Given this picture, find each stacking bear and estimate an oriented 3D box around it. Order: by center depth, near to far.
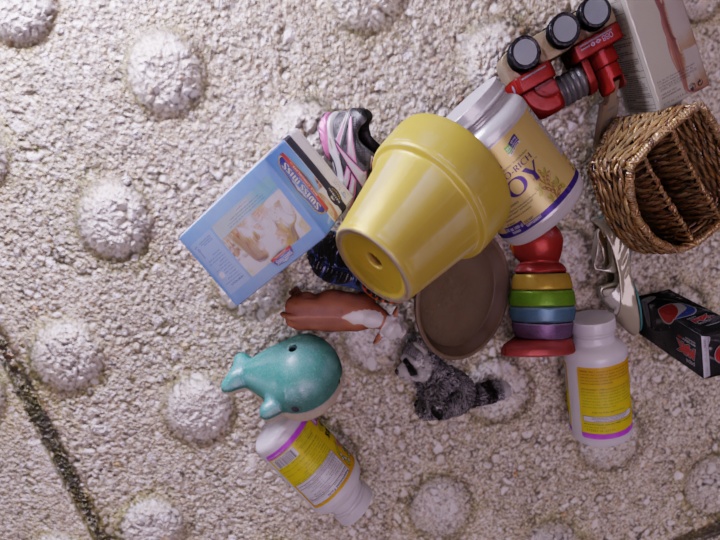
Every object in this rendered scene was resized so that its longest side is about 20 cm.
[{"bbox_3d":[0.281,0.026,1.049,0.110,0.121,0.207,-1,91,23],"label":"stacking bear"}]

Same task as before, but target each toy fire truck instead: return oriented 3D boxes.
[{"bbox_3d":[0.314,-0.267,0.992,0.172,0.129,0.204,-28,93,3],"label":"toy fire truck"}]

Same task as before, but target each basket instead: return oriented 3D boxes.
[{"bbox_3d":[0.444,-0.119,0.967,0.200,0.147,0.144,47,67,-27],"label":"basket"}]

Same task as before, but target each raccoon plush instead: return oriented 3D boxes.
[{"bbox_3d":[0.147,0.161,1.101,0.195,0.096,0.139,-10,91,-32],"label":"raccoon plush"}]

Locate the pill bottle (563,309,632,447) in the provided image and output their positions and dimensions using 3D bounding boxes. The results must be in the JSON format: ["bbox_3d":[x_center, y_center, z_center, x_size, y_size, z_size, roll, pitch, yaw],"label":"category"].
[{"bbox_3d":[0.387,0.174,1.090,0.101,0.104,0.207,-10,104,-2],"label":"pill bottle"}]

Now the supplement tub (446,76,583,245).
[{"bbox_3d":[0.208,-0.156,0.957,0.145,0.146,0.201,-42,101,6],"label":"supplement tub"}]

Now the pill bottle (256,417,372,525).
[{"bbox_3d":[-0.070,0.317,1.082,0.104,0.104,0.201,-40,103,5],"label":"pill bottle"}]

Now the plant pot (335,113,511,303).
[{"bbox_3d":[0.071,-0.070,0.891,0.202,0.200,0.189,49,66,-12],"label":"plant pot"}]

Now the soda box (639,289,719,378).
[{"bbox_3d":[0.502,0.092,1.031,0.061,0.200,0.073,-12,104,-1],"label":"soda box"}]

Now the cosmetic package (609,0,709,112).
[{"bbox_3d":[0.420,-0.346,0.980,0.085,0.104,0.204,-26,105,0],"label":"cosmetic package"}]

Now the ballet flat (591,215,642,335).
[{"bbox_3d":[0.408,0.007,1.077,0.067,0.069,0.207,-9,94,-2],"label":"ballet flat"}]

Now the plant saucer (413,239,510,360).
[{"bbox_3d":[0.157,0.037,1.044,0.195,0.029,0.207,-9,106,-33],"label":"plant saucer"}]

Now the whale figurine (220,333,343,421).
[{"bbox_3d":[-0.125,0.153,1.026,0.194,0.161,0.106,4,133,19],"label":"whale figurine"}]

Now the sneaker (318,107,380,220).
[{"bbox_3d":[0.005,-0.144,0.990,0.084,0.080,0.205,-12,106,27],"label":"sneaker"}]

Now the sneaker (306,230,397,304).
[{"bbox_3d":[0.000,0.000,1.019,0.197,0.078,0.077,29,95,25],"label":"sneaker"}]

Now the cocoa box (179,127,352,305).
[{"bbox_3d":[-0.133,-0.074,0.948,0.198,0.132,0.134,-35,103,30],"label":"cocoa box"}]

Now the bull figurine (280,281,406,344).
[{"bbox_3d":[-0.025,0.061,1.027,0.193,0.122,0.067,7,103,-6],"label":"bull figurine"}]
